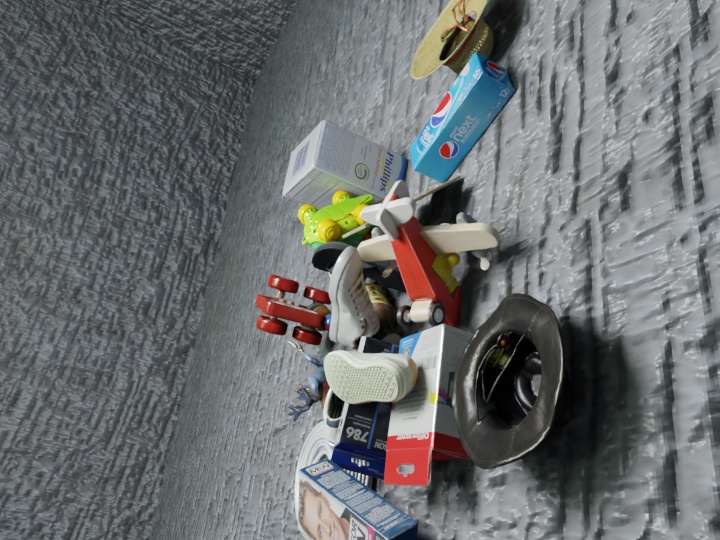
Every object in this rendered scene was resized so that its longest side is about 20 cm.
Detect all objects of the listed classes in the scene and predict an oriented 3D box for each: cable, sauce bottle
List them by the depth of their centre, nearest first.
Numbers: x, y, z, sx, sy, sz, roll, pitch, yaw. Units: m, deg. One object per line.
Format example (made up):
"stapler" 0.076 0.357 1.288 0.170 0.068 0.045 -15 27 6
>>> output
"cable" -0.048 0.356 1.023 0.200 0.068 0.205 -42 37 51
"sauce bottle" 0.028 0.075 1.067 0.066 0.063 0.201 -62 27 20

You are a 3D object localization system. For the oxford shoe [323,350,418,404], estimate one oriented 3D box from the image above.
"oxford shoe" 0.012 0.148 0.855 0.198 0.057 0.078 -9 96 54

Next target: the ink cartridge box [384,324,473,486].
"ink cartridge box" 0.096 0.188 0.814 0.116 0.066 0.206 -30 46 58

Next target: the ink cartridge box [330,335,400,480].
"ink cartridge box" 0.024 0.212 0.921 0.039 0.097 0.206 161 123 -78

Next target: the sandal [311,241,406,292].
"sandal" 0.000 0.000 1.030 0.077 0.195 0.044 76 -147 -51

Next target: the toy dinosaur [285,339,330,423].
"toy dinosaur" -0.078 0.227 1.189 0.181 0.196 0.108 -30 -40 -55

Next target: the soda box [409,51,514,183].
"soda box" 0.161 -0.245 0.985 0.201 0.066 0.065 -54 29 38

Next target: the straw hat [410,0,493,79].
"straw hat" 0.180 -0.387 1.027 0.201 0.084 0.204 -43 29 30

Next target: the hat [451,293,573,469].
"hat" 0.179 0.129 0.654 0.203 0.079 0.203 -56 19 30

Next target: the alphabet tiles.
"alphabet tiles" 0.067 -0.105 0.990 0.006 0.197 0.166 63 157 -5

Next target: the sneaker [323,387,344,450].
"sneaker" -0.019 0.206 1.016 0.202 0.071 0.073 -82 -10 -57

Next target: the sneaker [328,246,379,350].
"sneaker" -0.001 0.050 0.951 0.073 0.083 0.203 -50 -26 -38

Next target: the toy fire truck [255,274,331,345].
"toy fire truck" -0.115 0.089 1.211 0.167 0.195 0.115 17 89 68

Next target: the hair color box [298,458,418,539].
"hair color box" -0.010 0.355 0.833 0.197 0.059 0.103 16 108 49

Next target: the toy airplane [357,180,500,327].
"toy airplane" 0.090 -0.035 0.856 0.140 0.199 0.202 -35 -26 -38

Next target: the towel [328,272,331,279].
"towel" -0.026 0.059 1.137 0.023 0.155 0.201 -23 31 0

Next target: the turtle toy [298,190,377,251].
"turtle toy" -0.019 -0.081 1.126 0.145 0.195 0.104 39 148 58

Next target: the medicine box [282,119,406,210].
"medicine box" -0.035 -0.190 1.232 0.181 0.195 0.106 -23 52 61
